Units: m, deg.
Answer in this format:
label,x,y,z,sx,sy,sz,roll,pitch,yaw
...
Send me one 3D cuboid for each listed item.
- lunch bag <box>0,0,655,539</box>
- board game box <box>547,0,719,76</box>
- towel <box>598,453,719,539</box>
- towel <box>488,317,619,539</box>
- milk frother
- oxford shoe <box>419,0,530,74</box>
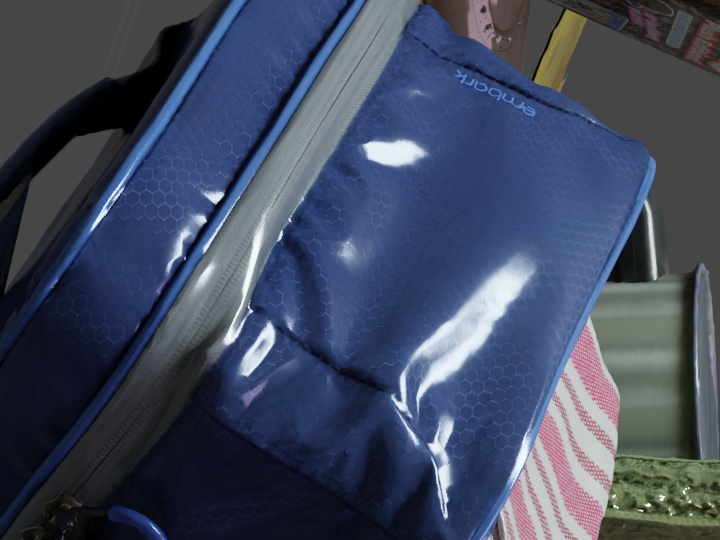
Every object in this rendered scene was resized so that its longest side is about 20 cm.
label,x,y,z,sx,sy,sz,roll,pitch,yaw
lunch bag,-0.033,0.016,0.679,0.136,0.132,0.200,-51,-174,39
board game box,0.163,-0.182,1.275,0.097,0.200,0.159,75,39,-81
towel,0.112,0.114,1.177,0.148,0.200,0.036,84,7,-62
towel,0.057,0.047,0.917,0.200,0.030,0.146,-76,153,-52
milk frother,0.049,0.040,1.193,0.200,0.188,0.181,-56,141,-72
oxford shoe,0.051,-0.130,0.869,0.071,0.073,0.200,-56,152,-60
